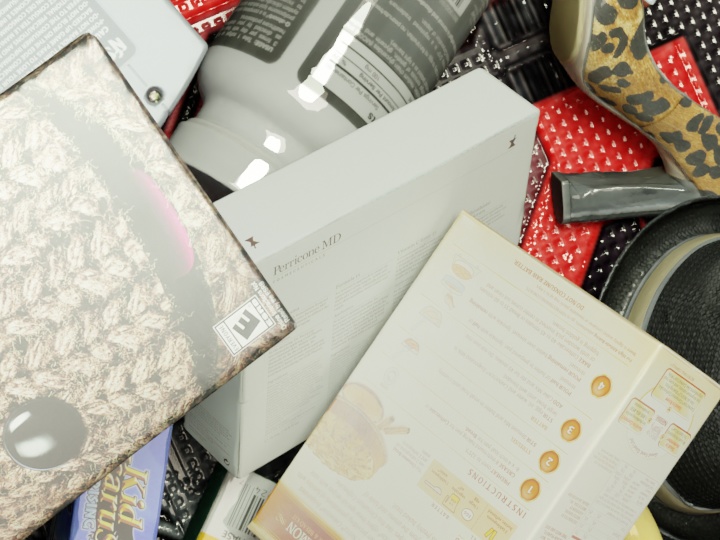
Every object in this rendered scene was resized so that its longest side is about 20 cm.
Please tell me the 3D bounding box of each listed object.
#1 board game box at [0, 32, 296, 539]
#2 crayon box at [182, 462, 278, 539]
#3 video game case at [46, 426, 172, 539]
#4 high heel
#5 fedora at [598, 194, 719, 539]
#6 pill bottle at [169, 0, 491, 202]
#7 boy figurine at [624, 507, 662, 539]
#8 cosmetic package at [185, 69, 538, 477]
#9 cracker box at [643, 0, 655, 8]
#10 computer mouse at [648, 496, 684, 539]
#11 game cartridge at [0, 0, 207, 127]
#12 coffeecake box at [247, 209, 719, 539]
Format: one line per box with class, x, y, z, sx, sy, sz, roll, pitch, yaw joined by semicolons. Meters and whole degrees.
board game box;-0.159;0.021;0.945;0.200;0.097;0.160;-38;98;-14
crayon box;-0.060;0.221;1.169;0.125;0.052;0.201;26;79;-10
video game case;-0.132;0.121;1.092;0.045;0.181;0.201;9;83;-11
high heel;0.182;-0.122;1.220;0.142;0.071;0.201;-5;117;-9
fedora;0.219;0.055;1.188;0.199;0.091;0.202;2;86;-26
pill bottle;-0.018;-0.116;1.172;0.116;0.116;0.201;36;79;-8
boy figurine;0.110;0.152;1.158;0.124;0.064;0.201;10;106;11
cosmetic package;0.000;0.000;1.127;0.199;0.151;0.052;-29;54;-32
cracker box;0.158;-0.266;1.256;0.134;0.058;0.201;35;78;-9
computer mouse;0.147;0.119;1.225;0.199;0.053;0.139;-4;87;-14
game cartridge;-0.183;-0.087;1.121;0.200;0.040;0.133;-42;93;-12
coffeecake box;0.060;0.096;1.078;0.073;0.153;0.201;32;93;-47
